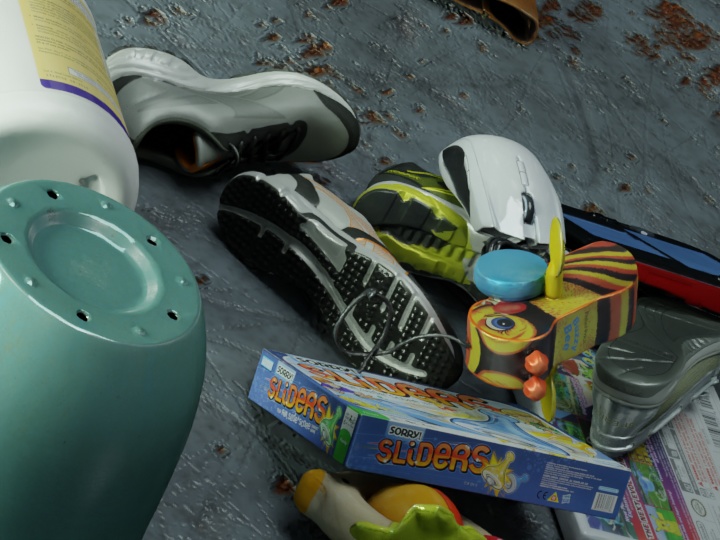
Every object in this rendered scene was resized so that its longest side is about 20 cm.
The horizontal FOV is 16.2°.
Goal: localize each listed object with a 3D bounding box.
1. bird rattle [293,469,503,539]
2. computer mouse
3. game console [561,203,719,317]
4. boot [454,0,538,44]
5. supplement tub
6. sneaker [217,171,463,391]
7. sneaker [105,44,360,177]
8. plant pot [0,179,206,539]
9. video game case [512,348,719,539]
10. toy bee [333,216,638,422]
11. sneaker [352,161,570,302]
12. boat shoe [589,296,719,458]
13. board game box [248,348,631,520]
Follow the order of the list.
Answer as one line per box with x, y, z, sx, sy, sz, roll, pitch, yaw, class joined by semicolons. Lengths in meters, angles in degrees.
0.051;0.160;1.464;0.199;0.113;0.163;4;25;-45;bird rattle
0.105;-0.045;1.717;0.109;0.044;0.200;10;29;-24;computer mouse
0.212;-0.009;1.847;0.176;0.031;0.200;22;6;-22;game console
0.074;-0.291;2.185;0.188;0.068;0.201;33;37;-17;boot
-0.219;-0.101;1.522;0.145;0.146;0.201;14;35;-30;supplement tub
0.000;0.000;1.663;0.200;0.074;0.080;45;30;17;sneaker
-0.089;-0.093;1.723;0.199;0.074;0.080;6;49;-30;sneaker
-0.172;0.051;1.335;0.200;0.161;0.201;25;31;-16;plant pot
0.192;0.130;1.713;0.181;0.023;0.201;17;35;-27;video game case
0.103;0.045;1.570;0.199;0.131;0.109;-33;39;-14;toy bee
0.091;-0.021;1.777;0.199;0.075;0.085;29;30;-9;sneaker
0.203;0.069;1.737;0.074;0.065;0.202;21;22;15;boat shoe
0.048;0.100;1.548;0.199;0.035;0.135;14;8;-31;board game box
